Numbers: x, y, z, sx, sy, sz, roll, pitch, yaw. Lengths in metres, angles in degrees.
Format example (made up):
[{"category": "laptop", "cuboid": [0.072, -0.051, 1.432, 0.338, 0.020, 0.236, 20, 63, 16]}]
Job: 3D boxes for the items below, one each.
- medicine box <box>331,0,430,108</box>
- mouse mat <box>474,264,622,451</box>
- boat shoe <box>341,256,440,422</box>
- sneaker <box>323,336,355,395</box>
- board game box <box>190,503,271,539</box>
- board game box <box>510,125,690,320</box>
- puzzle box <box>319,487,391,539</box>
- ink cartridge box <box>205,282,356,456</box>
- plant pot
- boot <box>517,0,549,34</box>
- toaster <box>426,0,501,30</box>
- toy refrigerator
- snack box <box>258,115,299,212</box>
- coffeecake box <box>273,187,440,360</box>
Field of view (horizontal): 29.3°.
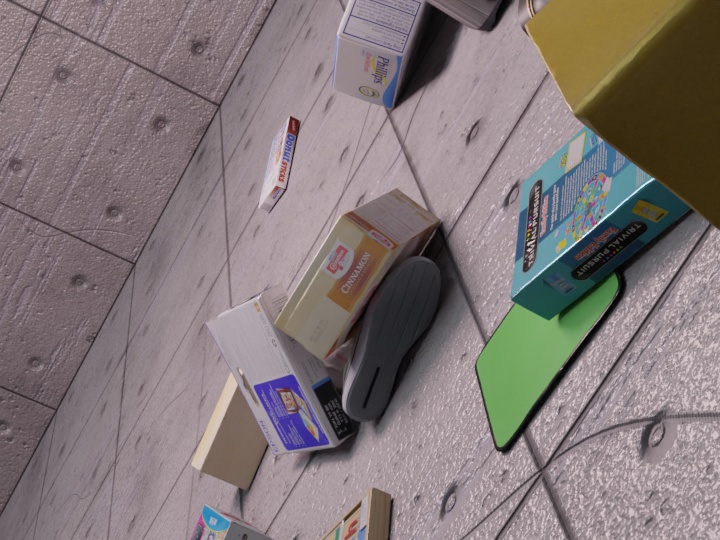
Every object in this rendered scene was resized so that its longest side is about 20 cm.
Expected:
[{"category": "medicine box", "cuboid": [0.040, -0.368, 1.990, 0.182, 0.103, 0.200, 102, -171, -73]}, {"category": "mouse mat", "cuboid": [0.167, 0.052, 1.257, 0.200, 0.008, 0.161, -56, 19, 23]}, {"category": "boat shoe", "cuboid": [0.023, 0.069, 1.546, 0.200, 0.073, 0.067, -63, 21, 9]}, {"category": "sneaker", "cuboid": [-0.042, 0.089, 1.746, 0.099, 0.078, 0.200, -58, 26, -1]}, {"category": "board game box", "cuboid": [-0.195, 0.409, 1.743, 0.200, 0.064, 0.148, -66, 17, -9]}, {"category": "board game box", "cuboid": [0.214, -0.070, 1.206, 0.200, 0.047, 0.151, -45, 25, 43]}, {"category": "puzzle box", "cuboid": [-0.019, 0.332, 1.383, 0.133, 0.025, 0.200, -52, 21, 39]}, {"category": "ink cartridge box", "cuboid": [-0.099, 0.125, 1.670, 0.043, 0.198, 0.200, -28, 2, -27]}, {"category": "plant pot", "cuboid": [0.265, -0.164, 0.970, 0.200, 0.195, 0.194, -49, 21, 19]}, {"category": "boot", "cuboid": [0.244, -0.365, 1.533, 0.138, 0.077, 0.200, -36, 45, 50]}, {"category": "toaster", "cuboid": [0.124, -0.403, 1.830, 0.114, 0.129, 0.200, -59, 17, 16]}, {"category": "toy refrigerator", "cuboid": [-0.158, 0.195, 1.915, 0.200, 0.076, 0.070, -67, 17, -7]}, {"category": "snack box", "cuboid": [-0.150, -0.198, 2.549, 0.072, 0.024, 0.200, -51, 21, 40]}, {"category": "coffeecake box", "cuboid": [0.000, 0.000, 1.583, 0.154, 0.073, 0.200, -58, -9, 21]}]
